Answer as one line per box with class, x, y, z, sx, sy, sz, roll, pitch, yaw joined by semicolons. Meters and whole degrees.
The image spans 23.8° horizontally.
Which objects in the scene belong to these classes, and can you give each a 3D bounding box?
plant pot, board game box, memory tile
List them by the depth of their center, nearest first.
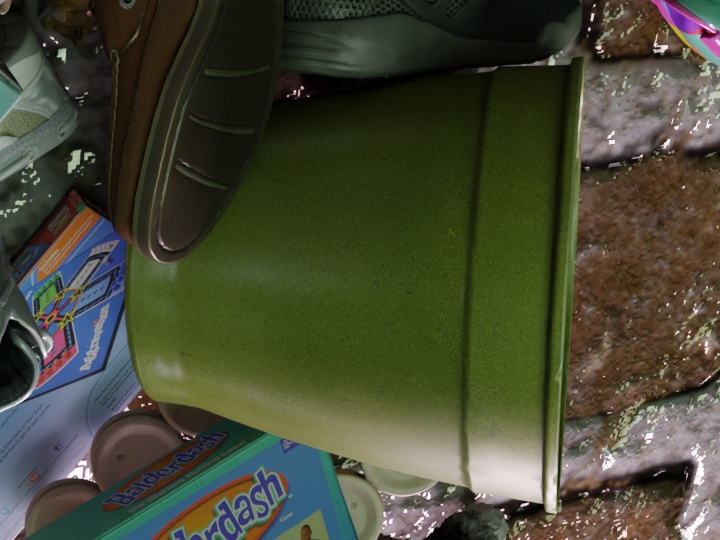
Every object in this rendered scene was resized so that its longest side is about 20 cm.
plant pot;0.000;0.000;0.770;0.191;0.201;0.202;4;127;7
board game box;-0.060;0.184;0.840;0.152;0.045;0.201;-28;111;-32
board game box;-0.167;0.061;0.847;0.200;0.019;0.103;-49;135;7
memory tile;-0.063;0.111;0.885;0.200;0.017;0.153;-45;107;5

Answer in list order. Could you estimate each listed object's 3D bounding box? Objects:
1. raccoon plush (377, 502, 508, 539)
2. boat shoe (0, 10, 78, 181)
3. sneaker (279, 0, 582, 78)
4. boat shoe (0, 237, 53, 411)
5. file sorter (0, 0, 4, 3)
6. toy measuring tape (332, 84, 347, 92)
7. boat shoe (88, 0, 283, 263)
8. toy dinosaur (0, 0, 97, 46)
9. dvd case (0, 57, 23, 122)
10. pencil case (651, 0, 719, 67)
raccoon plush;-0.005;0.156;1.001;0.200;0.096;0.135;-45;123;-47
boat shoe;-0.210;-0.028;0.720;0.202;0.074;0.065;-41;135;-12
sneaker;0.038;-0.151;0.785;0.198;0.076;0.115;-9;108;-44
boat shoe;-0.157;0.031;0.649;0.071;0.201;0.070;34;102;-9
file sorter;-0.214;-0.141;0.527;0.124;0.199;0.139;-41;137;-27
toy measuring tape;0.032;-0.010;0.890;0.073;0.074;0.201;-35;134;-6
boat shoe;-0.072;-0.106;0.691;0.072;0.068;0.202;10;96;-67
toy dinosaur;-0.132;-0.137;0.653;0.060;0.106;0.200;-47;177;1
dvd case;-0.201;-0.059;0.613;0.146;0.200;0.022;-49;134;6
pencil case;0.236;-0.194;0.880;0.088;0.088;0.200;30;103;-43
